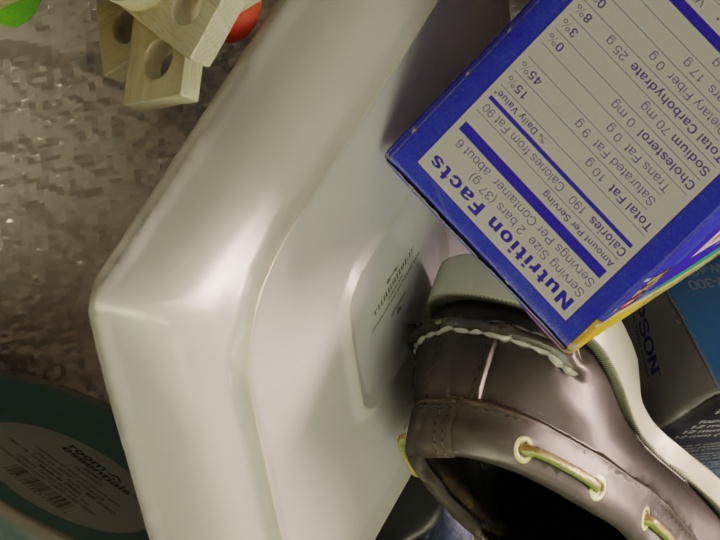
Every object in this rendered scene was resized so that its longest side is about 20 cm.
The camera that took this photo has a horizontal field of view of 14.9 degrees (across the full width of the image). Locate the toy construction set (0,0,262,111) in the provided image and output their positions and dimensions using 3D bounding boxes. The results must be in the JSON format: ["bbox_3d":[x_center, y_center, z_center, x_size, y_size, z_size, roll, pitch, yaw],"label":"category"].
[{"bbox_3d":[-0.117,-0.097,0.640,0.200,0.092,0.131,29,120,-33],"label":"toy construction set"}]

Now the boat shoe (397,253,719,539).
[{"bbox_3d":[0.062,0.070,0.800,0.072,0.061,0.201,6,152,30],"label":"boat shoe"}]

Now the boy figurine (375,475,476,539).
[{"bbox_3d":[0.024,0.096,0.923,0.064,0.124,0.200,-17,171,8],"label":"boy figurine"}]

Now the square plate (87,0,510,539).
[{"bbox_3d":[0.000,0.000,0.743,0.028,0.200,0.198,18,145,21],"label":"square plate"}]

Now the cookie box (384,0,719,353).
[{"bbox_3d":[0.124,-0.084,0.715,0.200,0.075,0.171,-46,171,29],"label":"cookie box"}]

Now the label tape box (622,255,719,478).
[{"bbox_3d":[0.142,0.020,0.858,0.143,0.066,0.200,-6,162,-21],"label":"label tape box"}]

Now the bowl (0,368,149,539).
[{"bbox_3d":[-0.103,0.102,0.819,0.201,0.201,0.105,14,111,-38],"label":"bowl"}]
